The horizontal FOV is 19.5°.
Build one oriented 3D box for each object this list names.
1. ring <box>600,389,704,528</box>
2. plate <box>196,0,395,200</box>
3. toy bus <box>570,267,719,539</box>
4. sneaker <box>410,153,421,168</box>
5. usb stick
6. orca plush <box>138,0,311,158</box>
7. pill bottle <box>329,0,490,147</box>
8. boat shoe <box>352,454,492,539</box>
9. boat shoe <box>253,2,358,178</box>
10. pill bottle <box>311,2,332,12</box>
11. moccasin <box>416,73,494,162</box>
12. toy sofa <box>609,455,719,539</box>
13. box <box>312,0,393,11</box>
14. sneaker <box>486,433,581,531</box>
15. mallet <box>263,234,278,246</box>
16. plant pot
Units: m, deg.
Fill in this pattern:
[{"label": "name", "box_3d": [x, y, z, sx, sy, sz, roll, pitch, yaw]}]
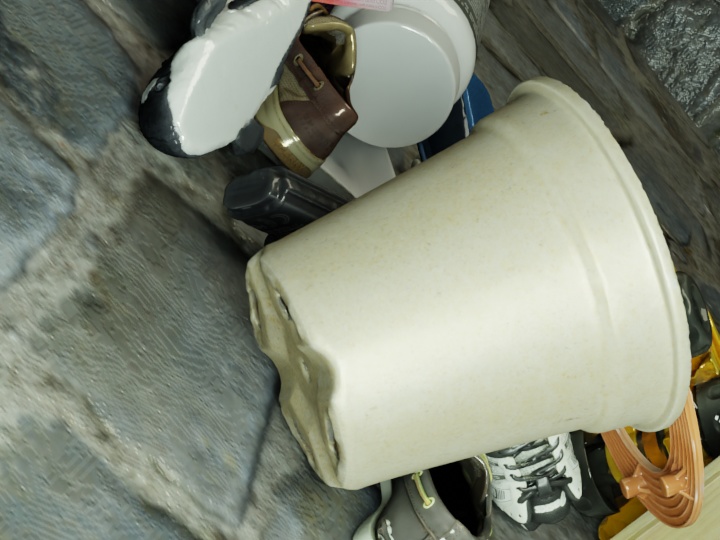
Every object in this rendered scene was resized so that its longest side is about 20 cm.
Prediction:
[{"label": "ring", "box_3d": [0.147, 0.055, 1.208, 0.200, 0.019, 0.202, 161, -90, -81]}, {"label": "plate", "box_3d": [-0.047, -0.116, 1.472, 0.199, 0.032, 0.201, 40, 20, -36]}, {"label": "toy bus", "box_3d": [0.212, 0.070, 1.512, 0.201, 0.135, 0.192, 67, 24, -9]}, {"label": "sneaker", "box_3d": [0.112, -0.028, 1.631, 0.201, 0.083, 0.081, 60, 19, 20]}, {"label": "usb stick", "box_3d": [-0.001, -0.018, 1.290, 0.199, 0.055, 0.033, 24, 65, -43]}, {"label": "orca plush", "box_3d": [-0.094, -0.140, 1.291, 0.105, 0.071, 0.201, 61, 42, -46]}, {"label": "pill bottle", "box_3d": [0.033, -0.178, 1.540, 0.114, 0.114, 0.200, 47, 26, -17]}, {"label": "boat shoe", "box_3d": [0.047, 0.127, 1.176, 0.072, 0.060, 0.201, 49, 17, -7]}, {"label": "boat shoe", "box_3d": [-0.030, -0.137, 1.383, 0.072, 0.072, 0.200, 44, 20, -23]}, {"label": "pill bottle", "box_3d": [-0.057, -0.272, 1.627, 0.113, 0.112, 0.200, 59, 17, 22]}, {"label": "moccasin", "box_3d": [0.076, -0.054, 1.586, 0.080, 0.068, 0.201, 36, 41, -50]}, {"label": "toy sofa", "box_3d": [0.242, 0.173, 1.366, 0.097, 0.200, 0.083, 10, 43, -57]}, {"label": "box", "box_3d": [-0.067, -0.242, 1.389, 0.198, 0.096, 0.100, 8, 23, -2]}, {"label": "sneaker", "box_3d": [0.108, 0.109, 1.284, 0.200, 0.075, 0.088, 66, 0, -74]}, {"label": "mallet", "box_3d": [0.000, 0.000, 1.363, 0.200, 0.041, 0.066, 28, 30, -46]}, {"label": "plant pot", "box_3d": [0.046, 0.023, 1.106, 0.200, 0.182, 0.202, 159, -90, -75]}]
